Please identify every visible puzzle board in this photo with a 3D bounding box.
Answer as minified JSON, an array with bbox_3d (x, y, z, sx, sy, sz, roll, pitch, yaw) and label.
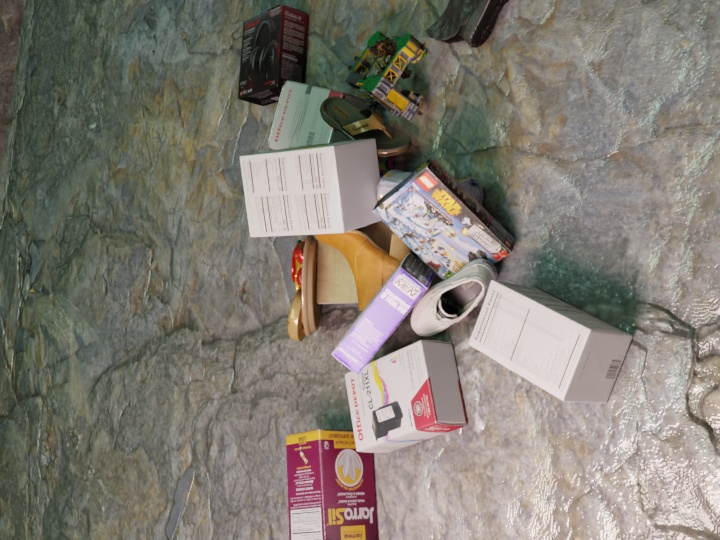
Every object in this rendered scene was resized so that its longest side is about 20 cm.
[{"bbox_3d":[-0.008,-0.038,1.821,0.150,0.017,0.201,-1,83,18],"label":"puzzle board"}]

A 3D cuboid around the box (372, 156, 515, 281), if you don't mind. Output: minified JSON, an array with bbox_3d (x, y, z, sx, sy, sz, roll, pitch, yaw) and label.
[{"bbox_3d":[0.136,-0.074,1.597,0.137,0.200,0.040,-36,17,38],"label":"box"}]

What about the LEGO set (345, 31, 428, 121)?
[{"bbox_3d":[0.068,-0.354,1.802,0.154,0.116,0.200,-61,28,-7],"label":"LEGO set"}]

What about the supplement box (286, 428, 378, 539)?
[{"bbox_3d":[-0.052,0.390,1.748,0.103,0.131,0.201,-19,69,45],"label":"supplement box"}]

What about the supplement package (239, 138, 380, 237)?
[{"bbox_3d":[-0.085,-0.147,1.744,0.199,0.152,0.151,-2,100,31],"label":"supplement package"}]

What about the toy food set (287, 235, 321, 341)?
[{"bbox_3d":[-0.105,0.032,1.865,0.048,0.198,0.201,0,95,4],"label":"toy food set"}]

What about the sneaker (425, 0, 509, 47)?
[{"bbox_3d":[0.200,-0.469,1.690,0.104,0.060,0.200,52,124,35],"label":"sneaker"}]

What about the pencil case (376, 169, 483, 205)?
[{"bbox_3d":[0.118,-0.127,1.692,0.200,0.090,0.084,14,92,49],"label":"pencil case"}]

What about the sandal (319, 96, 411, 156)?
[{"bbox_3d":[0.006,-0.273,1.790,0.200,0.082,0.055,40,150,25],"label":"sandal"}]

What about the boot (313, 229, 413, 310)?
[{"bbox_3d":[0.001,0.000,1.769,0.200,0.071,0.145,6,89,20],"label":"boot"}]

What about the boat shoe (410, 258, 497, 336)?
[{"bbox_3d":[0.147,0.058,1.619,0.072,0.066,0.200,48,128,-7],"label":"boat shoe"}]

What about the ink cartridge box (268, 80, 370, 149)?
[{"bbox_3d":[-0.086,-0.291,1.958,0.200,0.085,0.146,23,100,46],"label":"ink cartridge box"}]

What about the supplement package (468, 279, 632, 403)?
[{"bbox_3d":[0.278,0.103,1.450,0.200,0.109,0.114,31,106,46],"label":"supplement package"}]

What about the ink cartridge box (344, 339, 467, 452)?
[{"bbox_3d":[0.074,0.221,1.676,0.200,0.083,0.146,-29,63,41],"label":"ink cartridge box"}]

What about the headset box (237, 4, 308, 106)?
[{"bbox_3d":[-0.190,-0.473,2.116,0.148,0.077,0.201,-4,81,48],"label":"headset box"}]

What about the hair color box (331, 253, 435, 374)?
[{"bbox_3d":[0.041,0.073,1.677,0.065,0.109,0.200,36,108,1],"label":"hair color box"}]

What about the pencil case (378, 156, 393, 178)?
[{"bbox_3d":[-0.021,-0.170,1.865,0.200,0.088,0.089,-36,57,40],"label":"pencil case"}]
